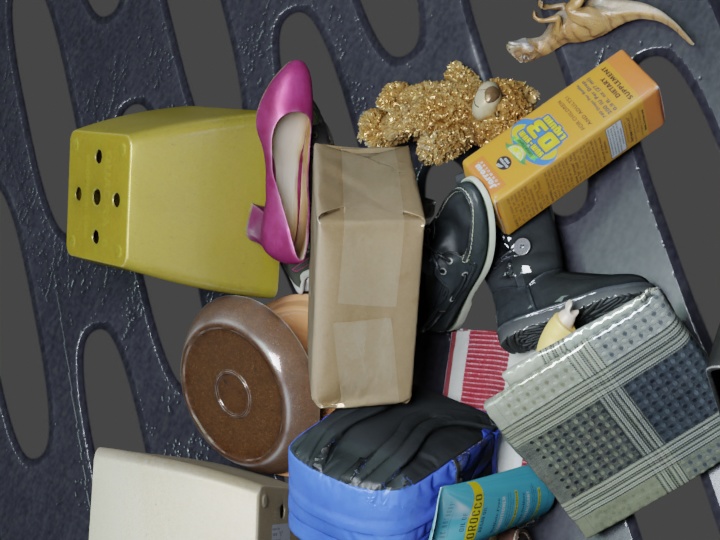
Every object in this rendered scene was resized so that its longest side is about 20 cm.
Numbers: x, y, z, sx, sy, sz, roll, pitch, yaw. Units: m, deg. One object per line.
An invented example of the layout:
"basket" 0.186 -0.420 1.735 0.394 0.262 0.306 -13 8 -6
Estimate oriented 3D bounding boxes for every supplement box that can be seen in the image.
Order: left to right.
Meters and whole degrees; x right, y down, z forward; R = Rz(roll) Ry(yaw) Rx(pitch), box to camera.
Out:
"supplement box" 0.200 -0.126 1.391 0.199 0.069 0.067 -37 58 -1

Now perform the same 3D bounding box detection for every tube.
"tube" 0.116 0.221 1.317 0.050 0.199 0.079 14 100 33

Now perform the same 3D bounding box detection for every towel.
"towel" 0.172 0.140 1.420 0.198 0.023 0.146 6 85 32
"towel" 0.237 0.134 1.308 0.199 0.193 0.035 -33 22 14

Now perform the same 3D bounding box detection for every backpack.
"backpack" 0.029 0.216 1.374 0.161 0.199 0.170 12 110 33

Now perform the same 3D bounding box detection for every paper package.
"paper package" 0.000 0.000 1.393 0.102 0.191 0.202 0 118 -4

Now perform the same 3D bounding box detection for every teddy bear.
"teddy bear" 0.087 -0.168 1.478 0.144 0.067 0.199 -36 36 -28

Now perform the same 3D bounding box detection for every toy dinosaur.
"toy dinosaur" 0.244 -0.265 1.446 0.198 0.060 0.108 -10 100 33

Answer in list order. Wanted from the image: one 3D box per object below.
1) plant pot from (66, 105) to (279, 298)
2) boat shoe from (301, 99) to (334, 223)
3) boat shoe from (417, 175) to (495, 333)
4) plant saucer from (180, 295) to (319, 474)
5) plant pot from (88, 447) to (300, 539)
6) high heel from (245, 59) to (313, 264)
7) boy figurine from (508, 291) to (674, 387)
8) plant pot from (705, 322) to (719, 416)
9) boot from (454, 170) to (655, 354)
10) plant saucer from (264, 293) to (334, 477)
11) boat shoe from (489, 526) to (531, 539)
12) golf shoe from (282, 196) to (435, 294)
"plant pot" -0.212 -0.079 1.540 0.199 0.175 0.203 11 99 51
"boat shoe" -0.062 -0.129 1.537 0.073 0.065 0.201 -28 42 4
"boat shoe" 0.080 -0.008 1.411 0.075 0.065 0.200 58 150 29
"plant saucer" -0.129 0.129 1.519 0.199 0.034 0.203 16 115 37
"plant pot" -0.163 0.296 1.493 0.175 0.200 0.203 -1 80 18
"high heel" -0.068 -0.110 1.446 0.096 0.067 0.203 26 102 51
"boy figurine" 0.213 0.090 1.340 0.198 0.064 0.125 -28 96 13
"plant pot" 0.415 0.049 1.199 0.197 0.200 0.179 5 65 23
"boot" 0.194 -0.034 1.421 0.163 0.066 0.202 -15 59 7
"plant saucer" -0.071 0.125 1.556 0.198 0.032 0.203 -6 78 30
"boat shoe" 0.171 0.345 1.354 0.070 0.070 0.203 -14 82 34
"golf shoe" -0.001 -0.033 1.533 0.198 0.077 0.089 -11 92 32
